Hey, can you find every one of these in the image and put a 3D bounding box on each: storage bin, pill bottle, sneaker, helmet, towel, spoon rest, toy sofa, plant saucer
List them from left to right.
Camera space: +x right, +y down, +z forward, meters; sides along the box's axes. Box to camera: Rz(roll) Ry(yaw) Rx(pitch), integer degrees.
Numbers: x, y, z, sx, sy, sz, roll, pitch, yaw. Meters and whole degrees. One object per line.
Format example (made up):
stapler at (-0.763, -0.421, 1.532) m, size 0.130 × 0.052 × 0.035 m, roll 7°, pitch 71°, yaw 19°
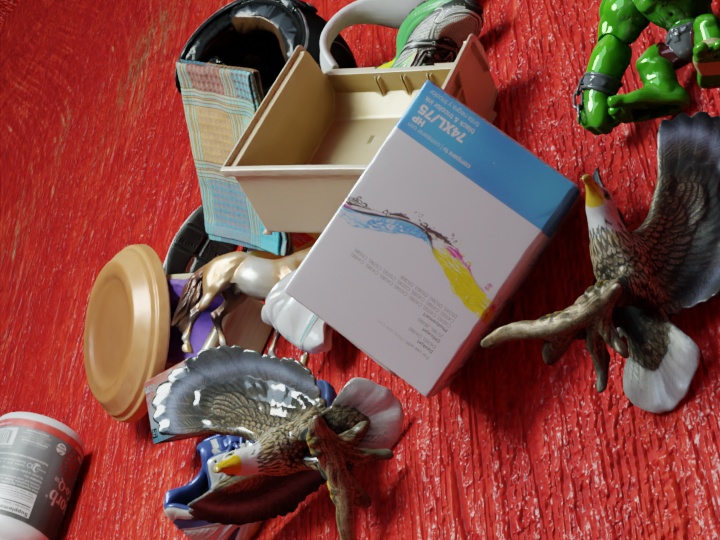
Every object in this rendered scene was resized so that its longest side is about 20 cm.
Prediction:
pill bottle at (-0.405, 0.279, 1.817) m, size 0.115 × 0.115 × 0.201 m, roll -27°, pitch 39°, yaw 46°
plant saucer at (-0.268, 0.070, 1.740) m, size 0.200 × 0.037 × 0.202 m, roll -16°, pitch 71°, yaw 58°
sneaker at (-0.226, 0.006, 1.852) m, size 0.115 × 0.075 × 0.202 m, roll 6°, pitch 69°, yaw 60°
toy sofa at (-0.184, 0.060, 1.694) m, size 0.199 × 0.097 × 0.083 m, roll -2°, pitch 60°, yaw 59°
towel at (-0.135, -0.117, 1.621) m, size 0.022 × 0.202 × 0.146 m, roll -25°, pitch 25°, yaw -35°
sneaker at (-0.103, 0.175, 1.436) m, size 0.201 × 0.088 × 0.075 m, roll -52°, pitch 24°, yaw 8°
helmet at (-0.094, -0.189, 1.709) m, size 0.198 × 0.191 × 0.202 m, roll -9°, pitch 62°, yaw 17°
sneaker at (0.000, 0.000, 1.486) m, size 0.200 × 0.071 × 0.080 m, roll -46°, pitch 64°, yaw -6°
storage bin at (0.007, -0.131, 1.466) m, size 0.198 × 0.094 × 0.199 m, roll 1°, pitch 47°, yaw 32°
spoon rest at (0.035, -0.269, 1.629) m, size 0.199 × 0.061 × 0.100 m, roll -32°, pitch -21°, yaw -18°
sneaker at (0.064, -0.196, 1.588) m, size 0.200 × 0.077 × 0.086 m, roll -52°, pitch 31°, yaw 31°

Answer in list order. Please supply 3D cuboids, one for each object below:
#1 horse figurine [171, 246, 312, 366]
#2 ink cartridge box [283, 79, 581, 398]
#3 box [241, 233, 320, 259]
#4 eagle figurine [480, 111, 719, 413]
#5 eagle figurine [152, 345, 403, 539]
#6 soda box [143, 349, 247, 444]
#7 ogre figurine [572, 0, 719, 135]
horse figurine at (-0.105, 0.028, 1.555) m, size 0.198 × 0.050 × 0.134 m, roll 4°, pitch 74°, yaw 22°
ink cartridge box at (0.062, -0.022, 1.241) m, size 0.201 × 0.146 × 0.147 m, roll -55°, pitch -7°, yaw 5°
box at (-0.047, -0.062, 1.642) m, size 0.199 × 0.050 × 0.076 m, roll -25°, pitch 43°, yaw 48°
eagle figurine at (0.197, -0.012, 1.110) m, size 0.151 × 0.152 × 0.200 m, roll 19°, pitch 37°, yaw 24°
eagle figurine at (-0.076, 0.152, 1.334) m, size 0.199 × 0.150 × 0.153 m, roll 2°, pitch 69°, yaw 53°
soda box at (-0.161, 0.128, 1.540) m, size 0.200 × 0.063 × 0.069 m, roll 152°, pitch 109°, yaw -68°
ogre figurine at (0.250, -0.193, 1.228) m, size 0.200 × 0.097 × 0.121 m, roll 135°, pitch 137°, yaw -57°
